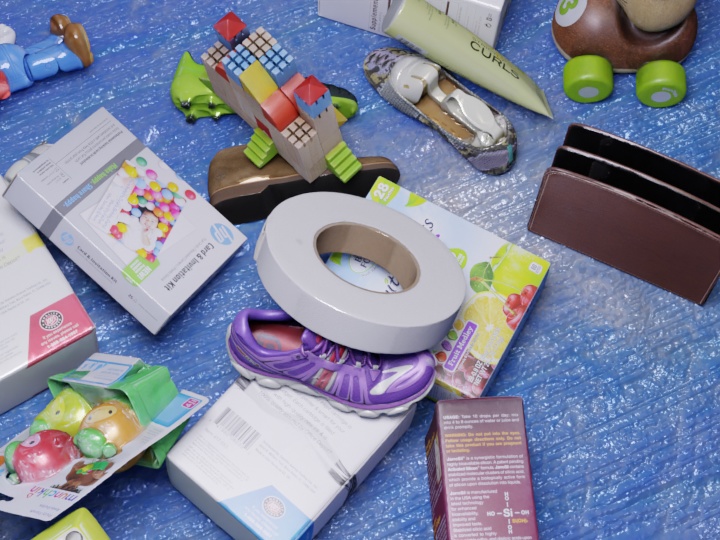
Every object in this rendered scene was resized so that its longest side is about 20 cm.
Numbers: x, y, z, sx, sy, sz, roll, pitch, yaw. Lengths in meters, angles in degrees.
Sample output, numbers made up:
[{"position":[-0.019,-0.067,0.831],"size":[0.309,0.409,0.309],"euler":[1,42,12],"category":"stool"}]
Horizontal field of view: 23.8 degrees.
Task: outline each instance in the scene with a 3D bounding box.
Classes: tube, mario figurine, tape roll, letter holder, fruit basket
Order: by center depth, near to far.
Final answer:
[{"position":[-0.265,0.153,1.561],"size":[0.199,0.184,0.094],"euler":[-31,113,-38],"category":"fruit basket"},{"position":[0.000,0.000,1.600],"size":[0.201,0.037,0.203],"euler":[15,34,-10],"category":"tape roll"},{"position":[0.285,-0.072,1.719],"size":[0.199,0.142,0.101],"euler":[24,67,8],"category":"letter holder"},{"position":[-0.382,-0.215,1.760],"size":[0.199,0.123,0.106],"euler":[-29,83,-19],"category":"mario figurine"},{"position":[0.117,-0.223,1.786],"size":[0.199,0.052,0.058],"euler":[30,64,-16],"category":"tube"}]

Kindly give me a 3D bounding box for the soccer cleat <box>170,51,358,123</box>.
[{"position":[-0.100,-0.195,1.795],"size":[0.198,0.068,0.082],"euler":[4,64,2],"category":"soccer cleat"}]

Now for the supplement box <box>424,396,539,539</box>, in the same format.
[{"position":[0.114,0.230,1.591],"size":[0.085,0.111,0.202],"euler":[-2,66,-5],"category":"supplement box"}]

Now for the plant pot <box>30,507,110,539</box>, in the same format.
[{"position":[-0.259,0.337,1.484],"size":[0.198,0.182,0.200],"euler":[-33,73,-17],"category":"plant pot"}]

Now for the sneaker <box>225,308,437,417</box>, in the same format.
[{"position":[-0.027,0.079,1.574],"size":[0.198,0.084,0.081],"euler":[9,65,-1],"category":"sneaker"}]

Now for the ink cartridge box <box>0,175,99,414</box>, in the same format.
[{"position":[-0.365,0.027,1.669],"size":[0.145,0.084,0.201],"euler":[-29,71,-15],"category":"ink cartridge box"}]

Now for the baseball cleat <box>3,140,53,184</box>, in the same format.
[{"position":[-0.267,-0.062,1.723],"size":[0.200,0.070,0.106],"euler":[39,70,13],"category":"baseball cleat"}]

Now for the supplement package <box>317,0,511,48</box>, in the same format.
[{"position":[0.066,-0.322,1.830],"size":[0.199,0.120,0.122],"euler":[18,67,5],"category":"supplement package"}]

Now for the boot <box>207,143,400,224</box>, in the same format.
[{"position":[-0.060,-0.104,1.756],"size":[0.198,0.074,0.076],"euler":[-7,59,-3],"category":"boot"}]

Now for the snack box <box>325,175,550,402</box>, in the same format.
[{"position":[0.064,0.026,1.704],"size":[0.199,0.068,0.169],"euler":[26,67,10],"category":"snack box"}]

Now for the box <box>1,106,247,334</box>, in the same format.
[{"position":[-0.228,-0.051,1.675],"size":[0.200,0.041,0.156],"euler":[43,40,-1],"category":"box"}]

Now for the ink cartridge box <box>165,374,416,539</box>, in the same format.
[{"position":[-0.065,0.163,1.624],"size":[0.146,0.086,0.200],"euler":[39,68,13],"category":"ink cartridge box"}]

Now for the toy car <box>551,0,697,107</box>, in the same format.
[{"position":[0.289,-0.293,1.787],"size":[0.156,0.200,0.166],"euler":[3,65,-2],"category":"toy car"}]

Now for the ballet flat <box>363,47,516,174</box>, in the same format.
[{"position":[0.087,-0.182,1.798],"size":[0.200,0.072,0.072],"euler":[39,69,14],"category":"ballet flat"}]

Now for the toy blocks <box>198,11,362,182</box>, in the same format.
[{"position":[-0.090,-0.179,1.676],"size":[0.100,0.137,0.200],"euler":[-42,67,-11],"category":"toy blocks"}]
